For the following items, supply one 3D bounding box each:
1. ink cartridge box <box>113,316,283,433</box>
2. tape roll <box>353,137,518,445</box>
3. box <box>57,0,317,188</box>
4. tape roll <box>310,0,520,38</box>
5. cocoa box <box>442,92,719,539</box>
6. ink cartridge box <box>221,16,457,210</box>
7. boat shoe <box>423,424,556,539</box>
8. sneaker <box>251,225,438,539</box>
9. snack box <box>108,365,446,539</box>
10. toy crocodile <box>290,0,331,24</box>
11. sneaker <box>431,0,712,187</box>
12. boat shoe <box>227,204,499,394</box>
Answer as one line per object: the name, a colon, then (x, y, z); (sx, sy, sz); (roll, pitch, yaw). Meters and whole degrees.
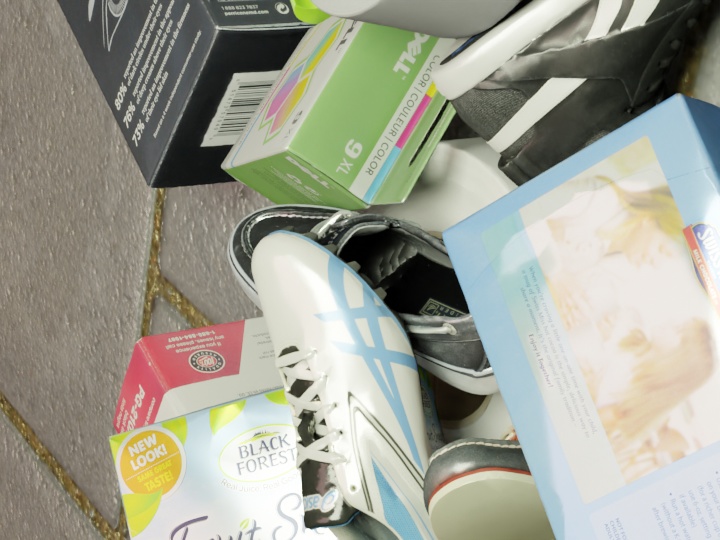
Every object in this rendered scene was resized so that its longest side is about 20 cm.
ink cartridge box: (-0.041, 0.127, 1.096); (0.200, 0.144, 0.085); (56, 140, 34)
tape roll: (0.070, 0.029, 0.978); (0.202, 0.070, 0.204); (14, 108, 54)
box: (-0.109, -0.177, 1.174); (0.201, 0.104, 0.148); (62, 142, 28)
tape roll: (0.034, -0.214, 0.855); (0.200, 0.066, 0.202); (-26, 61, 59)
cocoa box: (0.148, 0.047, 0.777); (0.133, 0.131, 0.201); (-31, 69, 29)
ink cartridge box: (-0.005, -0.090, 0.988); (0.104, 0.059, 0.200); (-59, 14, -10)
boat shoe: (0.094, 0.100, 0.851); (0.071, 0.199, 0.063); (-29, 60, 31)
sneaker: (-0.006, 0.076, 0.858); (0.072, 0.072, 0.201); (-20, 94, 52)
snack box: (-0.026, 0.162, 0.943); (0.168, 0.068, 0.201); (-17, 79, 11)
toy crocodile: (0.026, -0.189, 1.007); (0.200, 0.061, 0.068); (-18, 82, 56)
sneaker: (0.142, -0.109, 0.857); (0.199, 0.073, 0.112); (-32, 107, 29)
boat shoe: (0.000, 0.000, 0.912); (0.199, 0.072, 0.068); (26, 161, 40)
